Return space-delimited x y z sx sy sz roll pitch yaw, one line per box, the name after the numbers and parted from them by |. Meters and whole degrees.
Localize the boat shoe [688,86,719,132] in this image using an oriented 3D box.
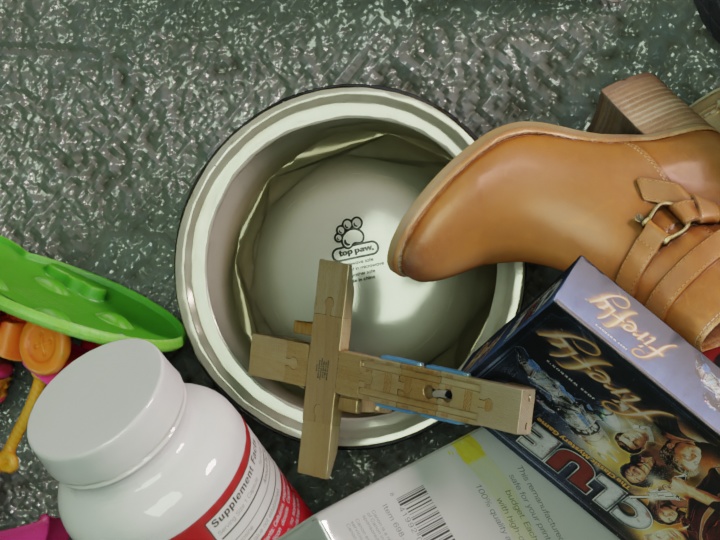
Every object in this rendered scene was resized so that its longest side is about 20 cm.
0.235 -0.084 1.564 0.199 0.069 0.074 -28 82 8 | boat shoe

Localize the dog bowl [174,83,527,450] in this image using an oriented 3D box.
0.000 0.000 1.602 0.198 0.074 0.202 -1 86 11 | dog bowl

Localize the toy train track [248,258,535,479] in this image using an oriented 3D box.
0.020 0.058 1.505 0.199 0.032 0.116 10 96 45 | toy train track

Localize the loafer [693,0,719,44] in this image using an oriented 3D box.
0.235 -0.135 1.515 0.063 0.200 0.072 -23 117 -7 | loafer

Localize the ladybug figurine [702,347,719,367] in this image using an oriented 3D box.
0.221 0.070 1.534 0.135 0.072 0.201 -36 65 24 | ladybug figurine

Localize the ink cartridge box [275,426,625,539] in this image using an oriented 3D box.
0.062 0.169 1.518 0.146 0.199 0.083 60 142 8 | ink cartridge box

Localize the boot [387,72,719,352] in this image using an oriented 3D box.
0.129 -0.011 1.491 0.199 0.074 0.155 -29 62 -18 | boot

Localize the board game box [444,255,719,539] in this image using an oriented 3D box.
0.154 0.092 1.469 0.200 0.136 0.035 39 57 -3 | board game box

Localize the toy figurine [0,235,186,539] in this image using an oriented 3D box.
-0.216 0.086 1.622 0.199 0.150 0.185 27 102 33 | toy figurine

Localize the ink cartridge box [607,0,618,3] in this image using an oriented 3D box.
0.065 -0.265 1.593 0.199 0.047 0.199 12 84 -26 | ink cartridge box

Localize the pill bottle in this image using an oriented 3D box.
-0.092 0.135 1.542 0.112 0.113 0.200 -30 123 7 | pill bottle
